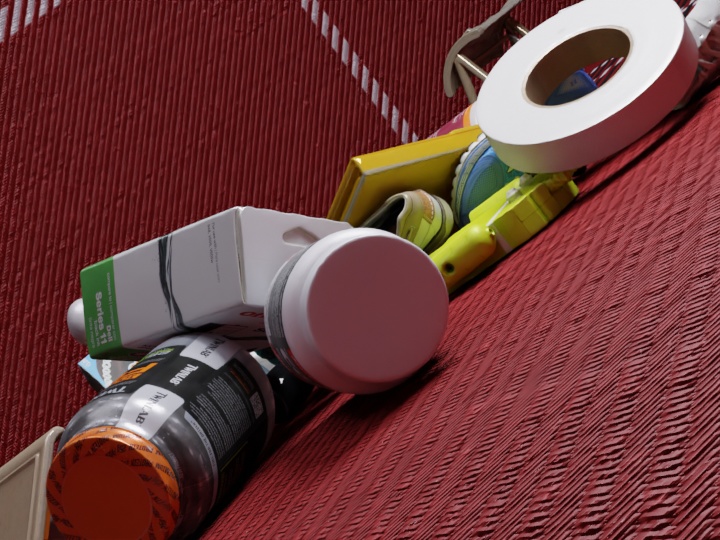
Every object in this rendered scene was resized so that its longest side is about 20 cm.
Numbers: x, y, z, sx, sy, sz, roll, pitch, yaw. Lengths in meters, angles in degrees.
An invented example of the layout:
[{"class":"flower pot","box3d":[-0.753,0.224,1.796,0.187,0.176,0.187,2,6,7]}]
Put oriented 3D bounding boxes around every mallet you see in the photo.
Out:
[{"class":"mallet","box3d":[-0.128,0.098,1.354,0.199,0.041,0.066,5,31,35]}]

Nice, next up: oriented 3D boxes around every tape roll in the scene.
[{"class":"tape roll","box3d":[0.195,-0.166,1.293,0.202,0.037,0.204,-26,33,18]}]

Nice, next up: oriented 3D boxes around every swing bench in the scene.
[{"class":"swing bench","box3d":[0.239,-0.308,2.353,0.129,0.201,0.199,-34,4,41]}]

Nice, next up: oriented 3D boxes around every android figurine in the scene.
[{"class":"android figurine","box3d":[0.116,-0.035,1.317,0.200,0.041,0.182,-38,2,29]}]

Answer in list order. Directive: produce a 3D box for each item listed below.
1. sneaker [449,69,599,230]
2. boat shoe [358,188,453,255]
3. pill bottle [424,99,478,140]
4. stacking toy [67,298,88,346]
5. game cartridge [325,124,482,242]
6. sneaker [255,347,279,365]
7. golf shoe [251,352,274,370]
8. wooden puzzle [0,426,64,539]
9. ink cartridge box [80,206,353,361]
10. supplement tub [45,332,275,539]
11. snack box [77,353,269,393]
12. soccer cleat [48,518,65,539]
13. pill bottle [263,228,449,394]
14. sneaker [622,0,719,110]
[{"class":"sneaker","box3d":[0.159,-0.105,1.410,0.078,0.089,0.201,8,-59,-48]},{"class":"boat shoe","box3d":[0.000,0.000,1.419,0.200,0.075,0.068,-51,-36,16]},{"class":"pill bottle","box3d":[0.108,-0.107,1.737,0.200,0.114,0.114,-36,3,36]},{"class":"stacking toy","box3d":[-0.225,0.100,1.532,0.146,0.200,0.146,-43,-9,-9]},{"class":"game cartridge","box3d":[0.054,-0.067,1.477,0.199,0.033,0.177,-19,-30,-33]},{"class":"sneaker","box3d":[-0.048,0.045,1.354,0.083,0.200,0.121,-26,-43,-30]},{"class":"golf shoe","box3d":[-0.059,0.052,1.511,0.200,0.098,0.078,-38,1,-37]},{"class":"wooden puzzle","box3d":[-0.315,0.256,1.310,0.185,0.037,0.201,-34,41,45]},{"class":"ink cartridge box","box3d":[-0.115,0.018,1.245,0.199,0.084,0.146,-19,-18,40]},{"class":"supplement tub","box3d":[-0.148,0.132,1.114,0.122,0.123,0.200,-36,3,21]},{"class":"snack box","box3d":[-0.169,0.107,1.414,0.116,0.037,0.199,-39,44,-20]},{"class":"soccer cleat","box3d":[-0.325,0.283,1.411,0.200,0.069,0.087,-50,15,51]},{"class":"pill bottle","box3d":[-0.005,0.030,1.053,0.114,0.114,0.200,-38,3,-9]},{"class":"sneaker","box3d":[0.298,-0.187,1.316,0.200,0.075,0.089,-42,11,48]}]
